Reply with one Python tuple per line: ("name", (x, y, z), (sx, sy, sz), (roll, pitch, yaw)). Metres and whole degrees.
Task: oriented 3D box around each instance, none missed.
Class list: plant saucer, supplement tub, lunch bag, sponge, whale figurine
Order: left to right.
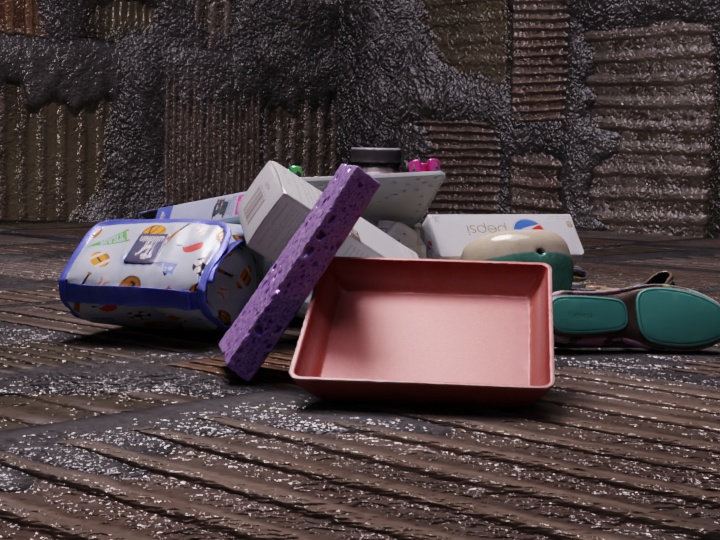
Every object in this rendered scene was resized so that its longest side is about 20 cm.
("lunch bag", (-0.193, 0.006, 1.402), (0.170, 0.124, 0.200), (2, 9, 19))
("sponge", (-0.054, -0.001, 1.159), (0.030, 0.200, 0.112), (34, 1, -10))
("supplement tub", (0.020, -0.071, 1.890), (0.107, 0.201, 0.107), (1, 4, 0))
("plant saucer", (0.055, 0.051, 1.089), (0.199, 0.037, 0.200), (2, 27, 6))
("whale figurine", (0.164, 0.025, 1.554), (0.159, 0.104, 0.200), (-1, -19, -23))

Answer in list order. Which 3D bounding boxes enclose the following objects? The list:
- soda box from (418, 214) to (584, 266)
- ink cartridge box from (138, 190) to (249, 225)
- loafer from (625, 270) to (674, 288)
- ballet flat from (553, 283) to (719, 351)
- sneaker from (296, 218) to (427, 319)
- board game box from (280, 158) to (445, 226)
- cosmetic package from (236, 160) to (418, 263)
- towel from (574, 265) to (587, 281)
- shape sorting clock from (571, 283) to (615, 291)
("soda box", (0.167, -0.025, 1.647), (0.199, 0.064, 0.068), (-2, -33, -23))
("ink cartridge box", (-0.149, -0.039, 1.544), (0.200, 0.042, 0.119), (-6, -30, 35))
("loafer", (0.302, 0.037, 1.488), (0.072, 0.063, 0.200), (4, 5, 29))
("ballet flat", (0.267, 0.052, 1.363), (0.199, 0.069, 0.071), (0, -15, -8))
("sneaker", (0.000, 0.000, 1.544), (0.200, 0.115, 0.075), (-2, 5, -37))
("board game box", (-0.021, -0.073, 1.568), (0.199, 0.026, 0.200), (-3, -22, -14))
("cosmetic package", (-0.025, -0.021, 1.393), (0.200, 0.074, 0.102), (31, 16, -23))
("towel", (0.205, 0.006, 1.899), (0.143, 0.023, 0.200), (4, -6, -39))
("shape sorting clock", (0.259, 0.026, 1.758), (0.199, 0.039, 0.200), (1, 5, 0))
